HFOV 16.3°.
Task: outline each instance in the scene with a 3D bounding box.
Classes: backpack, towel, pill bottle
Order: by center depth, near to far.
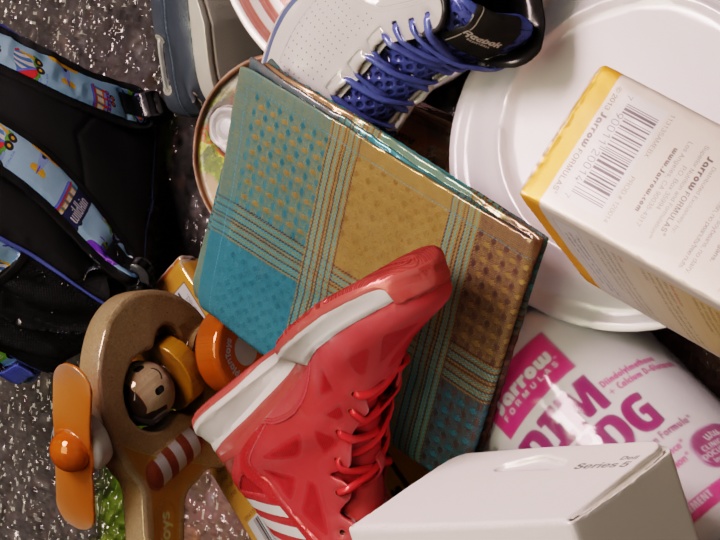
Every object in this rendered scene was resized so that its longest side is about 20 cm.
[{"bbox_3d":[0.118,0.083,1.249,0.200,0.113,0.114,46,115,29],"label":"pill bottle"},{"bbox_3d":[0.000,0.000,1.252,0.200,0.022,0.147,33,121,32],"label":"towel"},{"bbox_3d":[-0.221,-0.055,1.431,0.134,0.200,0.183,-34,39,33],"label":"backpack"}]

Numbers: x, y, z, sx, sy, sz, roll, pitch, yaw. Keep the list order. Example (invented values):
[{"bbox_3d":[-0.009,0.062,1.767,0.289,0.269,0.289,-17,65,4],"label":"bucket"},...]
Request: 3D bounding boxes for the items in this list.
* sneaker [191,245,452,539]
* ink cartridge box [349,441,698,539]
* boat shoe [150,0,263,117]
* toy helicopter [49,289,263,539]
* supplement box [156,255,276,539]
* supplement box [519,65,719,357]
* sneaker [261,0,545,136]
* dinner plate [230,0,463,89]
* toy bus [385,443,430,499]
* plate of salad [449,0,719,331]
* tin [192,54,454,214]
[{"bbox_3d":[0.006,0.074,1.212,0.116,0.078,0.200,57,143,7],"label":"sneaker"},{"bbox_3d":[0.096,0.190,1.160,0.145,0.084,0.201,-8,105,45],"label":"ink cartridge box"},{"bbox_3d":[-0.096,-0.188,1.444,0.062,0.075,0.201,-2,102,39],"label":"boat shoe"},{"bbox_3d":[-0.116,0.111,1.334,0.079,0.132,0.202,-2,90,39],"label":"toy helicopter"},{"bbox_3d":[-0.050,0.086,1.408,0.069,0.066,0.201,-46,63,30],"label":"supplement box"},{"bbox_3d":[0.182,0.001,1.109,0.199,0.126,0.074,31,84,26],"label":"supplement box"},{"bbox_3d":[0.027,-0.122,1.256,0.200,0.080,0.115,-55,30,16],"label":"sneaker"},{"bbox_3d":[0.010,-0.194,1.376,0.199,0.024,0.202,4,99,25],"label":"dinner plate"},{"bbox_3d":[0.013,0.114,1.309,0.078,0.065,0.200,-31,71,-14],"label":"toy bus"},{"bbox_3d":[0.141,-0.064,1.243,0.199,0.048,0.201,-7,71,19],"label":"plate of salad"},{"bbox_3d":[0.000,-0.045,1.366,0.199,0.042,0.113,26,102,20],"label":"tin"}]
